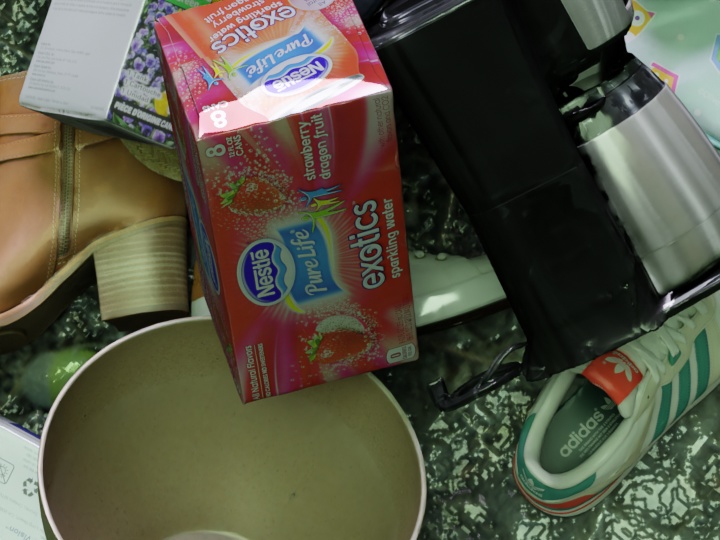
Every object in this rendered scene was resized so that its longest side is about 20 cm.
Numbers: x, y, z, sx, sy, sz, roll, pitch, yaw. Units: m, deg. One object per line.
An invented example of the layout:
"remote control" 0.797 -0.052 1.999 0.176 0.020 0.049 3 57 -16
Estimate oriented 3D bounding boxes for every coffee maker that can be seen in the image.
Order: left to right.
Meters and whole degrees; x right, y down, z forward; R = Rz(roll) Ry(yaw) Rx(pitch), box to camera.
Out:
"coffee maker" 0.082 -0.056 1.319 0.192 0.135 0.200 -33 101 -11

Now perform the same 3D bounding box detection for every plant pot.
"plant pot" -0.074 0.144 1.376 0.200 0.135 0.201 6 49 -7

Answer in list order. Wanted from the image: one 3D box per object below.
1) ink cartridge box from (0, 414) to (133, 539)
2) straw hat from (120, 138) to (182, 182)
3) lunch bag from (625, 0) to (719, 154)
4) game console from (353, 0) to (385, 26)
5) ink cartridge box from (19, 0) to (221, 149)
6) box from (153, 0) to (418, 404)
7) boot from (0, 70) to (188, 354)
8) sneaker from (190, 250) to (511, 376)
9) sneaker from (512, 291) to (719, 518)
"ink cartridge box" -0.254 0.166 1.459 0.196 0.043 0.200 28 89 9
"straw hat" -0.049 -0.134 1.441 0.201 0.085 0.202 -10 72 31
"lunch bag" 0.219 -0.132 1.415 0.200 0.077 0.161 34 88 11
"game console" -0.012 -0.251 1.302 0.172 0.119 0.200 35 68 4
"ink cartridge box" -0.110 -0.170 1.389 0.050 0.109 0.201 21 86 -33
"box" -0.035 -0.038 1.305 0.099 0.200 0.096 -14 48 -8
"boot" -0.197 -0.035 1.463 0.199 0.074 0.155 -8 77 -5
"sneaker" 0.000 0.000 1.429 0.199 0.073 0.085 -12 84 7
"sneaker" 0.153 0.049 1.392 0.070 0.093 0.200 40 89 11
